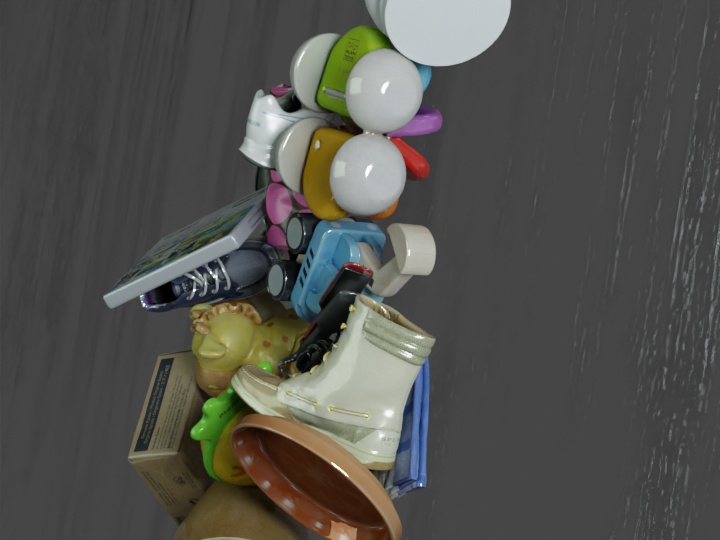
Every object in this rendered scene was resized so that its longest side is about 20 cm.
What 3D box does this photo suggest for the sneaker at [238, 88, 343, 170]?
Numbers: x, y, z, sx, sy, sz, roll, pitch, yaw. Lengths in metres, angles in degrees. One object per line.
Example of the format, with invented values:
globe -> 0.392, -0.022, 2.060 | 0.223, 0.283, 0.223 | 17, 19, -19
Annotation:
sneaker -> -0.038, -0.162, 1.536 | 0.074, 0.200, 0.087 | 34, 124, 44

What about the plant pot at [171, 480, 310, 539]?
plant pot -> -0.134, 0.316, 1.620 | 0.200, 0.186, 0.186 | -84, 14, -59

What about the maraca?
maraca -> -0.124, 0.171, 1.552 | 0.137, 0.107, 0.200 | -47, -28, -13

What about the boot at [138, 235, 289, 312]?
boot -> -0.182, 0.013, 1.730 | 0.200, 0.090, 0.073 | -20, 89, 40

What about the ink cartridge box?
ink cartridge box -> -0.203, 0.224, 1.763 | 0.165, 0.075, 0.200 | -80, -26, -43

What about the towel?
towel -> 0.022, 0.178, 1.457 | 0.200, 0.024, 0.147 | 140, 139, -57

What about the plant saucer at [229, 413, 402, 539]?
plant saucer -> -0.042, 0.211, 1.402 | 0.032, 0.200, 0.200 | -51, 7, -28

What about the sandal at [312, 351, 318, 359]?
sandal -> -0.041, 0.148, 1.526 | 0.200, 0.055, 0.082 | -109, 38, -55

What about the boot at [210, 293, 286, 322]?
boot -> -0.165, 0.053, 1.838 | 0.144, 0.071, 0.201 | -4, 101, 50

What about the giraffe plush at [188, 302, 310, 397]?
giraffe plush -> -0.130, 0.105, 1.692 | 0.173, 0.162, 0.200 | 166, 112, -68

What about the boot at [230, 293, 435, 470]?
boot -> -0.028, 0.094, 1.408 | 0.200, 0.072, 0.155 | 24, 100, 29

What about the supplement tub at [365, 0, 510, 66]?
supplement tub -> 0.067, -0.309, 1.390 | 0.200, 0.145, 0.145 | -103, 30, -48

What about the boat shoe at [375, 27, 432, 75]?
boat shoe -> 0.026, -0.230, 1.567 | 0.200, 0.074, 0.073 | 175, 104, -70

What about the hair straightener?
hair straightener -> -0.045, 0.071, 1.489 | 0.200, 0.041, 0.077 | -47, 27, 48

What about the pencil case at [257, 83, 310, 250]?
pencil case -> -0.071, -0.121, 1.636 | 0.094, 0.091, 0.200 | 18, 107, 49

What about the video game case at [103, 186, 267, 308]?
video game case -> -0.199, -0.033, 1.714 | 0.200, 0.022, 0.182 | -24, 15, 25

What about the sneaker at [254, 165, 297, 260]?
sneaker -> -0.090, -0.064, 1.807 | 0.088, 0.074, 0.200 | -157, 65, -62

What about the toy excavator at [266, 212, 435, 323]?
toy excavator -> 0.000, 0.000, 1.529 | 0.200, 0.100, 0.195 | 52, 130, 46

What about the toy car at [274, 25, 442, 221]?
toy car -> 0.014, -0.146, 1.433 | 0.175, 0.150, 0.200 | 26, 108, 55
